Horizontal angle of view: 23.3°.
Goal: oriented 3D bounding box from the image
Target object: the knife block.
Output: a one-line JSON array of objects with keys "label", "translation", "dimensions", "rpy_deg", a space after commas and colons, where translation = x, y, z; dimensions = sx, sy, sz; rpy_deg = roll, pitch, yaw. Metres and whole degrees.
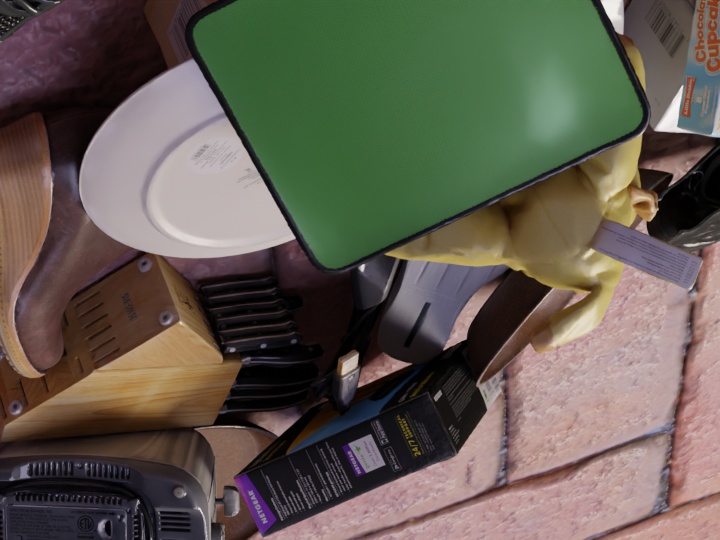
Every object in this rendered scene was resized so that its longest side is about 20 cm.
[{"label": "knife block", "translation": [-0.130, 0.070, 1.185], "dimensions": [0.200, 0.064, 0.176], "rpy_deg": [-31, 144, 7]}]

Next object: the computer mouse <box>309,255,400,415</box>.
[{"label": "computer mouse", "translation": [0.000, 0.000, 1.133], "dimensions": [0.046, 0.141, 0.200], "rpy_deg": [19, 139, 1]}]

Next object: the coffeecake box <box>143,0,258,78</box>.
[{"label": "coffeecake box", "translation": [0.004, -0.171, 0.952], "dimensions": [0.199, 0.073, 0.154], "rpy_deg": [0, 137, -31]}]

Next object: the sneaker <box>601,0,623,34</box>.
[{"label": "sneaker", "translation": [0.119, -0.126, 1.090], "dimensions": [0.082, 0.074, 0.200], "rpy_deg": [-13, 136, -1]}]

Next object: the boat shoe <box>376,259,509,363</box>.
[{"label": "boat shoe", "translation": [0.060, -0.020, 1.185], "dimensions": [0.072, 0.071, 0.200], "rpy_deg": [20, 137, -13]}]

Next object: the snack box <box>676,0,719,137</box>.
[{"label": "snack box", "translation": [0.257, -0.179, 1.039], "dimensions": [0.116, 0.037, 0.201], "rpy_deg": [0, 104, -31]}]

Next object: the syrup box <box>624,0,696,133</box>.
[{"label": "syrup box", "translation": [0.269, -0.140, 1.144], "dimensions": [0.199, 0.079, 0.082], "rpy_deg": [0, 137, -30]}]

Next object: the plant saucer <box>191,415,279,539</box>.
[{"label": "plant saucer", "translation": [-0.145, 0.167, 1.323], "dimensions": [0.200, 0.037, 0.201], "rpy_deg": [-16, 143, -13]}]

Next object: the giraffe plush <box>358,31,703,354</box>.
[{"label": "giraffe plush", "translation": [0.108, -0.058, 0.988], "dimensions": [0.173, 0.200, 0.162], "rpy_deg": [-51, 174, 13]}]

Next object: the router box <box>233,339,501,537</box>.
[{"label": "router box", "translation": [0.011, 0.113, 1.226], "dimensions": [0.149, 0.051, 0.200], "rpy_deg": [-25, -178, 15]}]

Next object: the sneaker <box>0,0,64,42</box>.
[{"label": "sneaker", "translation": [-0.141, -0.168, 0.858], "dimensions": [0.200, 0.086, 0.080], "rpy_deg": [-39, 141, 19]}]

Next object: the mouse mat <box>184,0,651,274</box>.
[{"label": "mouse mat", "translation": [0.029, -0.100, 0.891], "dimensions": [0.200, 0.008, 0.161], "rpy_deg": [-25, 108, 14]}]

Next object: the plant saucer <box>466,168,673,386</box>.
[{"label": "plant saucer", "translation": [0.139, -0.002, 1.214], "dimensions": [0.200, 0.034, 0.200], "rpy_deg": [-45, 171, -9]}]

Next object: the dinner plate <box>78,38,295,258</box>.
[{"label": "dinner plate", "translation": [-0.059, -0.060, 0.984], "dimensions": [0.200, 0.024, 0.200], "rpy_deg": [-15, 148, -9]}]

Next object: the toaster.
[{"label": "toaster", "translation": [-0.184, 0.163, 1.173], "dimensions": [0.199, 0.129, 0.114], "rpy_deg": [0, 101, 4]}]

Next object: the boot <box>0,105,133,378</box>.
[{"label": "boot", "translation": [-0.149, -0.020, 1.051], "dimensions": [0.166, 0.072, 0.200], "rpy_deg": [-15, 140, -11]}]

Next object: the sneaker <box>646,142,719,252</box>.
[{"label": "sneaker", "translation": [0.272, -0.062, 1.214], "dimensions": [0.199, 0.060, 0.104], "rpy_deg": [-26, 168, -18]}]
